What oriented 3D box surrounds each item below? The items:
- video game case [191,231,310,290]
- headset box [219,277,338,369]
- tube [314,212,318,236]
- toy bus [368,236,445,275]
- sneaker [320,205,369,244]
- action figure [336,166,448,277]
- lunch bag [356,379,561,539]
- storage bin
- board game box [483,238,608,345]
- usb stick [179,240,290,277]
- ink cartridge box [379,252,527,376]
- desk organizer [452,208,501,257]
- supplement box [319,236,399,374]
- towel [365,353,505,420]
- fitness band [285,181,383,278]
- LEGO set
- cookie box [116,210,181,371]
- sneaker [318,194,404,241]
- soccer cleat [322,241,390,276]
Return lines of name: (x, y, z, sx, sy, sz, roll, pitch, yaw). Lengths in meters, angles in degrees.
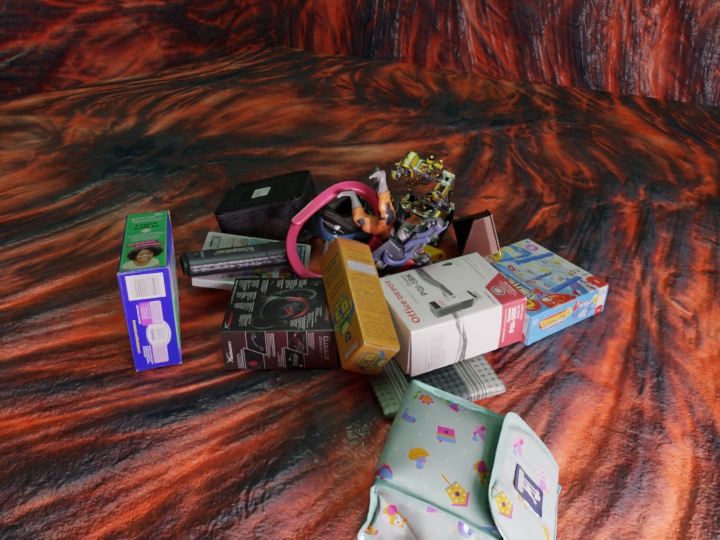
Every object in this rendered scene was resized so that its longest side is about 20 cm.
video game case: (-0.190, -0.011, 0.989, 0.194, 0.018, 0.145, 7, 37, -7)
headset box: (-0.112, 0.080, 0.876, 0.194, 0.077, 0.150, -1, 32, -3)
tube: (-0.145, -0.134, 1.270, 0.076, 0.052, 0.199, -14, 29, -33)
toy bus: (0.098, -0.010, 1.020, 0.064, 0.080, 0.198, -20, 30, -31)
sneaker: (-0.016, -0.093, 1.169, 0.119, 0.086, 0.198, 18, 20, 37)
action figure: (0.068, -0.077, 0.902, 0.198, 0.196, 0.105, -24, 15, 43)
lunch bag: (0.115, 0.233, 0.585, 0.195, 0.125, 0.171, 18, 31, 13)
storage bin: (-0.190, -0.125, 1.149, 0.194, 0.096, 0.137, -9, 34, 11)
board game box: (0.300, 0.029, 0.988, 0.192, 0.057, 0.200, -17, 35, -27)
usb stick: (-0.210, -0.022, 0.953, 0.195, 0.033, 0.056, -8, 42, -25)
ink cartridge box: (0.131, 0.061, 0.843, 0.195, 0.085, 0.147, -14, 35, -18)
desk organizer: (0.221, -0.069, 1.058, 0.075, 0.074, 0.200, -14, 6, 12)
supplement box: (-0.006, 0.048, 0.812, 0.067, 0.067, 0.203, 12, 42, -33)
towel: (0.093, 0.138, 0.838, 0.187, 0.035, 0.201, -11, 35, -12)
fitness band: (-0.041, -0.064, 0.964, 0.199, 0.145, 0.037, -40, 7, -11)
LEGO set: (0.117, -0.128, 1.120, 0.152, 0.201, 0.117, 31, 66, 12)
cookie box: (-0.331, 0.024, 0.874, 0.073, 0.175, 0.201, -6, 31, -17)
sneaker: (0.007, -0.107, 1.040, 0.196, 0.085, 0.070, -13, 21, -34)
soccer cleat: (0.000, 0.000, 1.010, 0.197, 0.079, 0.069, 26, 39, 35)
